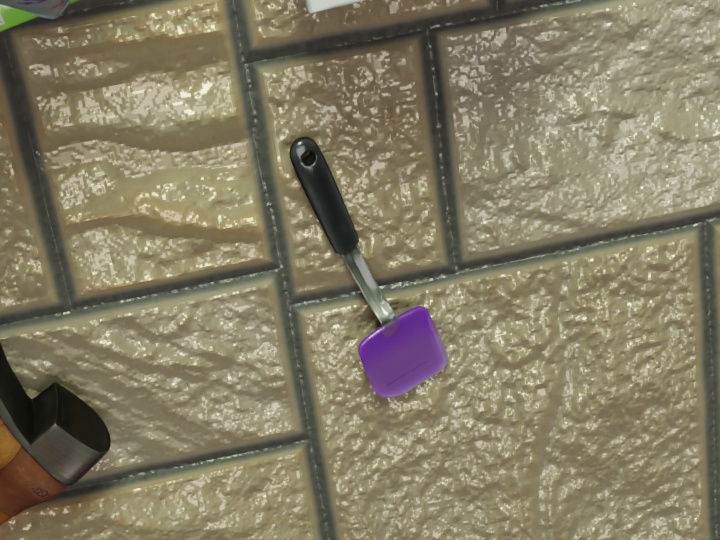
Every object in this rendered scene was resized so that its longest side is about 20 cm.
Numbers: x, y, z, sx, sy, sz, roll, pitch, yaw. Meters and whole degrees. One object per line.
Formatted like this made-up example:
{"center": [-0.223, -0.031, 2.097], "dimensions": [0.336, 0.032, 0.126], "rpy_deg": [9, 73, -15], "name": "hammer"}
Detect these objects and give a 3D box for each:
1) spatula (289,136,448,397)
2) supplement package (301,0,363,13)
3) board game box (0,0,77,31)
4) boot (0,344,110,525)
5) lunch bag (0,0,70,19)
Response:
{"center": [0.000, 0.000, 0.981], "dimensions": [0.056, 0.021, 0.200], "rpy_deg": [-32, 116, -10], "name": "spatula"}
{"center": [0.014, -0.262, 0.786], "dimensions": [0.152, 0.151, 0.200], "rpy_deg": [-14, 117, -4], "name": "supplement package"}
{"center": [-0.161, -0.201, 0.849], "dimensions": [0.200, 0.030, 0.096], "rpy_deg": [-21, 116, 2], "name": "board game box"}
{"center": [-0.291, 0.114, 0.968], "dimensions": [0.200, 0.069, 0.188], "rpy_deg": [-38, 124, 16], "name": "boot"}
{"center": [-0.224, -0.213, 0.733], "dimensions": [0.200, 0.170, 0.127], "rpy_deg": [21, 93, -4], "name": "lunch bag"}
